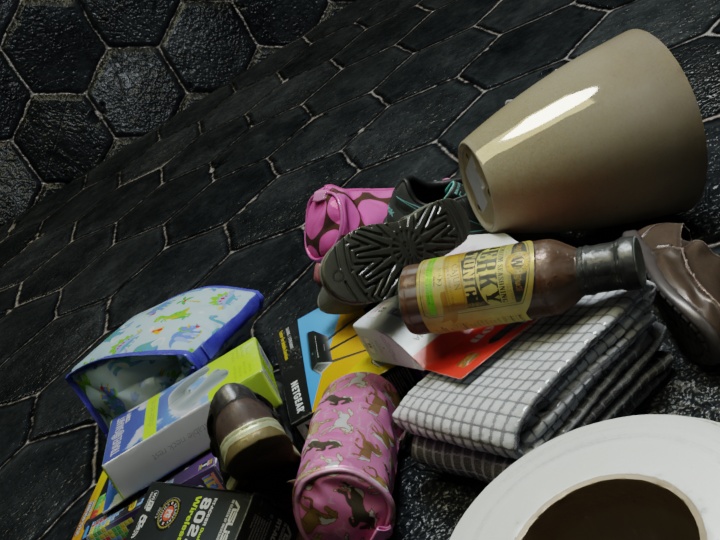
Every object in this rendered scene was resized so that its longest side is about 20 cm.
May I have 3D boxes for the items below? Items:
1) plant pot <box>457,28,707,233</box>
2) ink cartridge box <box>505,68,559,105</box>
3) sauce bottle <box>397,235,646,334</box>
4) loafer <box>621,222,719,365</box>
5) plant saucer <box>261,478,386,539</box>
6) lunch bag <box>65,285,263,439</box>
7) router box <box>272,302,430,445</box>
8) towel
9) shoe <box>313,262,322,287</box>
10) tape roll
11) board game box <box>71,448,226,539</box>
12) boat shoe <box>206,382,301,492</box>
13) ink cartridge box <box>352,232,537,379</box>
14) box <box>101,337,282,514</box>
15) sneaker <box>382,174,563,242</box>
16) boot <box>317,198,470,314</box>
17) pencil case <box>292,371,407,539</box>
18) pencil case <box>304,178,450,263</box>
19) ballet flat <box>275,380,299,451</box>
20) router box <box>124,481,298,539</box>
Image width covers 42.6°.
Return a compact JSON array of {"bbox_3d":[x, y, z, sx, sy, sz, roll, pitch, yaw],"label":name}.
[{"bbox_3d":[0.204,-0.115,0.917,0.197,0.190,0.188,-20,24,-6],"label":"plant pot"},{"bbox_3d":[0.279,-0.179,1.084,0.068,0.116,0.198,-44,27,-28],"label":"ink cartridge box"},{"bbox_3d":[0.128,0.009,0.748,0.197,0.065,0.065,-12,30,26],"label":"sauce bottle"},{"bbox_3d":[0.281,0.004,0.790,0.070,0.074,0.201,-26,26,11],"label":"loafer"},{"bbox_3d":[-0.071,0.247,0.802,0.198,0.037,0.201,-25,25,13],"label":"plant saucer"},{"bbox_3d":[-0.223,0.102,1.120,0.198,0.128,0.170,-28,13,32],"label":"lunch bag"},{"bbox_3d":[-0.013,0.094,0.994,0.148,0.052,0.200,-29,25,1],"label":"router box"},{"bbox_3d":[0.147,0.095,0.771,0.199,0.086,0.165,-39,17,-26],"label":"towel"},{"bbox_3d":[0.026,-0.044,1.186,0.200,0.072,0.090,-46,31,-21],"label":"shoe"},{"bbox_3d":[0.155,0.199,0.501,0.200,0.140,0.204,-26,25,13],"label":"tape roll"},{"bbox_3d":[-0.196,0.213,0.951,0.164,0.057,0.200,-31,15,5],"label":"board game box"},{"bbox_3d":[-0.091,0.143,0.776,0.071,0.067,0.201,-21,-20,-10],"label":"boat shoe"},{"bbox_3d":[0.095,0.026,0.846,0.162,0.058,0.200,-36,7,-17],"label":"ink cartridge box"},{"bbox_3d":[-0.177,0.149,0.921,0.198,0.048,0.122,-31,15,-3],"label":"box"},{"bbox_3d":[0.123,-0.050,0.985,0.196,0.080,0.076,10,37,2],"label":"sneaker"},{"bbox_3d":[0.000,0.002,0.915,0.180,0.074,0.199,-21,-1,-32],"label":"boot"},{"bbox_3d":[-0.005,0.159,0.783,0.085,0.084,0.200,-8,15,9],"label":"pencil case"},{"bbox_3d":[0.031,-0.059,1.076,0.197,0.096,0.090,-5,10,-34],"label":"pencil case"},{"bbox_3d":[-0.102,0.164,0.975,0.065,0.058,0.200,10,16,-11],"label":"ballet flat"},{"bbox_3d":[-0.148,0.276,0.738,0.148,0.062,0.202,-8,51,43],"label":"router box"}]
